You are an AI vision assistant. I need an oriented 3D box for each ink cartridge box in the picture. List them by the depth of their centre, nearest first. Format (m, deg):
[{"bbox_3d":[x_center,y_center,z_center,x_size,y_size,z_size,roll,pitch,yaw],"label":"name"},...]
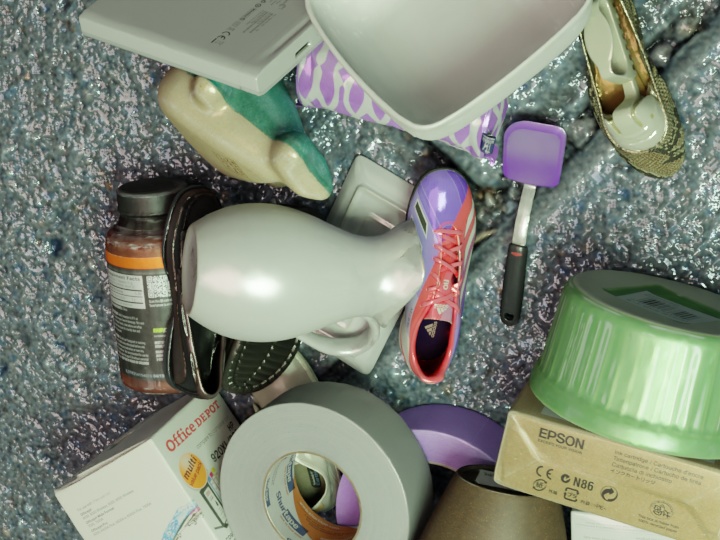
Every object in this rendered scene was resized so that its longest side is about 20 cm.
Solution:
[{"bbox_3d":[0.234,0.152,1.197,0.199,0.165,0.076,15,110,15],"label":"ink cartridge box"},{"bbox_3d":[-0.178,0.249,1.400,0.144,0.147,0.201,-31,96,27],"label":"ink cartridge box"}]

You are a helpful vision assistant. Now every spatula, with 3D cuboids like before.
[{"bbox_3d":[0.147,-0.040,1.246,0.056,0.021,0.201,13,112,15],"label":"spatula"}]

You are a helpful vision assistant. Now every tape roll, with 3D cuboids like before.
[{"bbox_3d":[-0.033,0.210,1.305,0.199,0.066,0.202,8,109,24],"label":"tape roll"},{"bbox_3d":[0.079,0.236,1.343,0.199,0.066,0.202,7,109,20],"label":"tape roll"}]

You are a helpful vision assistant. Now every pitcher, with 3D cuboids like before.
[{"bbox_3d":[-0.061,0.020,1.238,0.199,0.122,0.172,2,136,-18],"label":"pitcher"}]

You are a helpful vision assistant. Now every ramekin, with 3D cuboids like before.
[{"bbox_3d":[0.249,0.072,1.151,0.199,0.200,0.098,16,106,15],"label":"ramekin"}]

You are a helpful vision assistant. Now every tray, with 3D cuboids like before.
[{"bbox_3d":[0.000,0.000,1.316,0.107,0.022,0.201,30,116,8],"label":"tray"}]

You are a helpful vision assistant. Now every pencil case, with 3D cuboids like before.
[{"bbox_3d":[0.039,-0.159,1.218,0.199,0.084,0.086,21,139,15],"label":"pencil case"}]

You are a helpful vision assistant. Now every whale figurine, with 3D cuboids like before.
[{"bbox_3d":[-0.092,-0.137,1.232,0.200,0.159,0.104,31,77,41],"label":"whale figurine"}]

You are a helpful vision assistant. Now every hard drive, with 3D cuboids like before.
[{"bbox_3d":[-0.131,-0.224,1.210,0.199,0.132,0.027,22,141,26],"label":"hard drive"}]

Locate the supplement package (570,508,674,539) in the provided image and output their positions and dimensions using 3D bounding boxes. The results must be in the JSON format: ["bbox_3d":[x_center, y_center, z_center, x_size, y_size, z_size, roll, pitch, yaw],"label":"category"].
[{"bbox_3d":[0.257,0.292,1.264,0.109,0.114,0.201,2,108,19],"label":"supplement package"}]

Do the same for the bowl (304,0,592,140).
[{"bbox_3d":[0.075,-0.213,1.137,0.199,0.075,0.200,-37,64,0],"label":"bowl"}]

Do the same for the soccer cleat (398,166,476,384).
[{"bbox_3d":[0.072,0.006,1.252,0.068,0.073,0.201,3,113,-8],"label":"soccer cleat"}]

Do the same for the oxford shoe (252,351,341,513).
[{"bbox_3d":[-0.071,0.157,1.378,0.075,0.058,0.201,-13,100,28],"label":"oxford shoe"}]

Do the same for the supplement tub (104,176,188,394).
[{"bbox_3d":[-0.194,0.013,1.349,0.106,0.107,0.201,4,109,20],"label":"supplement tub"}]

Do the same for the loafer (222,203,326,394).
[{"bbox_3d":[-0.091,0.025,1.332,0.071,0.073,0.201,36,106,50],"label":"loafer"}]

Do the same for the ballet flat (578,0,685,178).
[{"bbox_3d":[0.216,-0.163,1.147,0.067,0.075,0.201,-17,101,24],"label":"ballet flat"}]

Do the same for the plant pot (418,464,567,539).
[{"bbox_3d":[0.114,0.283,1.225,0.186,0.187,0.202,11,97,17],"label":"plant pot"}]

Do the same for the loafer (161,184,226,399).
[{"bbox_3d":[-0.144,0.023,1.281,0.063,0.071,0.202,22,111,54],"label":"loafer"}]
